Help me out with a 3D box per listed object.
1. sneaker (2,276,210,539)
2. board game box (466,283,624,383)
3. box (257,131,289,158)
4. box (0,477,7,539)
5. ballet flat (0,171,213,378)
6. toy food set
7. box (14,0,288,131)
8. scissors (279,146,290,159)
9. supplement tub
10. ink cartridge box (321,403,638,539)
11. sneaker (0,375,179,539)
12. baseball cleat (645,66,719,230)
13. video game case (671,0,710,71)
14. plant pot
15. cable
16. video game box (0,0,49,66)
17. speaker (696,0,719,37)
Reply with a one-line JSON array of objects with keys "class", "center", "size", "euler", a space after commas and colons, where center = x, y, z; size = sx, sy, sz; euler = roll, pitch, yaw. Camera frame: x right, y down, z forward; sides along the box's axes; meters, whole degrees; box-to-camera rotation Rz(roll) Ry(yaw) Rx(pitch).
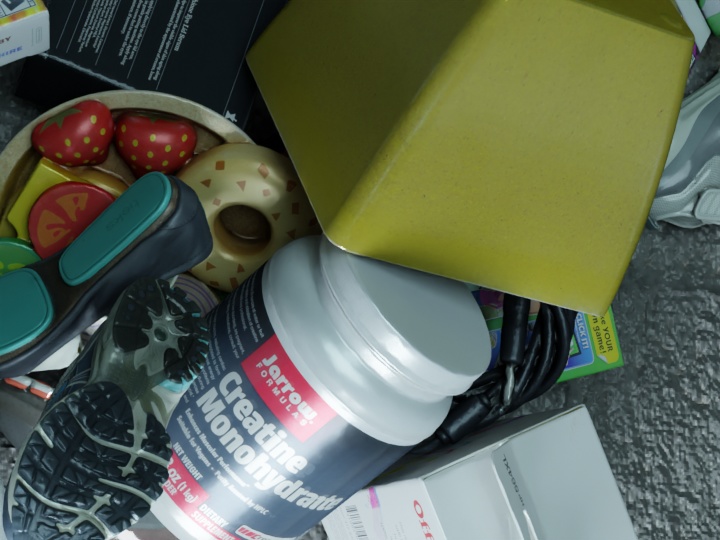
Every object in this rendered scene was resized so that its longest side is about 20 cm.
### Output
[{"class": "sneaker", "center": [-0.147, 0.097, 1.324], "size": [0.078, 0.086, 0.200], "euler": [38, 42, -9]}, {"class": "board game box", "center": [0.092, -0.019, 1.567], "size": [0.134, 0.029, 0.200], "euler": [-13, 89, -28]}, {"class": "box", "center": [-0.004, -0.011, 1.566], "size": [0.200, 0.048, 0.193], "euler": [-32, 96, -25]}, {"class": "box", "center": [-0.311, 0.146, 1.323], "size": [0.200, 0.199, 0.172], "euler": [-18, 90, -23]}, {"class": "ballet flat", "center": [-0.170, 0.020, 1.410], "size": [0.200, 0.073, 0.073], "euler": [-35, 97, 9]}, {"class": "toy food set", "center": [-0.136, -0.016, 1.455], "size": [0.200, 0.049, 0.198], "euler": [27, 115, -16]}, {"class": "box", "center": [-0.118, -0.182, 1.507], "size": [0.141, 0.079, 0.200], "euler": [21, 67, -8]}, {"class": "scissors", "center": [0.000, 0.000, 1.533], "size": [0.073, 0.014, 0.200], "euler": [-14, 84, -28]}, {"class": "supplement tub", "center": [-0.035, 0.069, 1.407], "size": [0.140, 0.200, 0.140], "euler": [38, 27, -23]}, {"class": "ink cartridge box", "center": [0.081, 0.170, 1.488], "size": [0.125, 0.200, 0.129], "euler": [-23, 91, -25]}, {"class": "sneaker", "center": [-0.169, 0.133, 1.458], "size": [0.200, 0.077, 0.082], "euler": [36, 80, -11]}, {"class": "baseball cleat", "center": [0.270, -0.095, 1.695], "size": [0.200, 0.070, 0.107], "euler": [-29, 101, -16]}, {"class": "video game case", "center": [0.159, -0.175, 1.604], "size": [0.181, 0.036, 0.200], "euler": [58, 41, -24]}, {"class": "plant pot", "center": [0.078, -0.119, 1.398], "size": [0.200, 0.177, 0.200], "euler": [14, 31, -30]}, {"class": "cable", "center": [0.046, 0.004, 1.497], "size": [0.163, 0.051, 0.200], "euler": [-30, 89, -4]}, {"class": "video game box", "center": [-0.310, -0.185, 1.413], "size": [0.182, 0.047, 0.200], "euler": [-25, 66, -18]}, {"class": "speaker", "center": [0.252, -0.273, 1.698], "size": [0.088, 0.088, 0.200], "euler": [-22, 91, -25]}]
